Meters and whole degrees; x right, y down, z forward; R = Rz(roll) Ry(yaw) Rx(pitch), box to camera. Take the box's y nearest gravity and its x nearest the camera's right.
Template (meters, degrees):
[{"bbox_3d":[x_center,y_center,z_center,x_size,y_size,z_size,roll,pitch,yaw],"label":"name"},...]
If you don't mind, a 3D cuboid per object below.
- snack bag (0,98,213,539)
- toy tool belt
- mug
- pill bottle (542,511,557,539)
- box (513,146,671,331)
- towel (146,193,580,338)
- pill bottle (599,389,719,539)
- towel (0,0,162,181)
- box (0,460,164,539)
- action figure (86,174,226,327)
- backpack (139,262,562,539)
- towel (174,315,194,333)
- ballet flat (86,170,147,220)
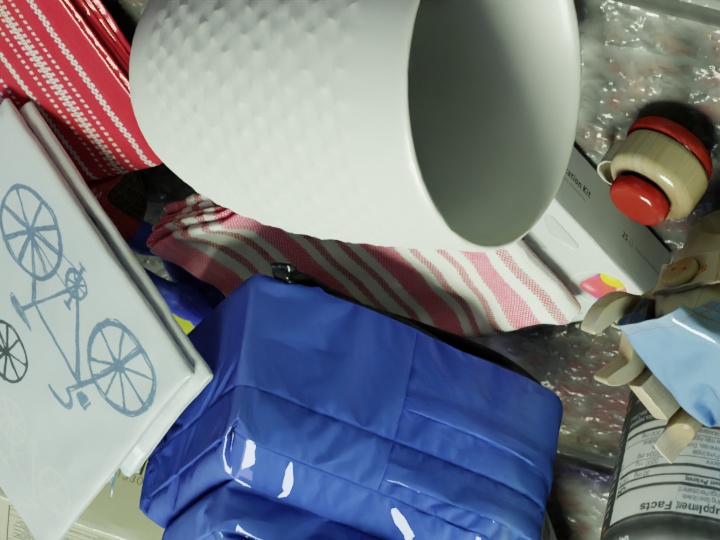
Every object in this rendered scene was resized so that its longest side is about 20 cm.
[{"bbox_3d":[-0.175,0.038,1.173,0.189,0.021,0.200,53,133,15],"label":"snack bag"},{"bbox_3d":[0.174,0.035,1.044,0.200,0.123,0.125,43,159,-13],"label":"toy tool belt"},{"bbox_3d":[-0.015,-0.111,0.969,0.175,0.148,0.201,5,116,35],"label":"mug"},{"bbox_3d":[0.078,0.203,1.405,0.113,0.114,0.200,6,146,21],"label":"pill bottle"},{"bbox_3d":[0.039,-0.022,1.150,0.199,0.041,0.156,-10,138,41],"label":"box"},{"bbox_3d":[0.000,0.000,1.140,0.199,0.030,0.146,-12,138,41],"label":"towel"},{"bbox_3d":[0.182,0.123,1.136,0.106,0.201,0.106,12,147,8],"label":"pill bottle"},{"bbox_3d":[-0.195,-0.101,1.154,0.199,0.023,0.145,-9,127,38],"label":"towel"},{"bbox_3d":[-0.175,0.160,1.474,0.127,0.109,0.200,18,152,-2],"label":"box"},{"bbox_3d":[-0.089,0.016,1.241,0.051,0.066,0.200,-20,140,22],"label":"action figure"},{"bbox_3d":[-0.002,0.114,1.147,0.199,0.169,0.162,17,158,-20],"label":"backpack"},{"bbox_3d":[-0.103,0.043,1.352,0.199,0.018,0.086,8,148,18],"label":"towel"},{"bbox_3d":[-0.166,-0.014,1.262,0.067,0.047,0.200,22,143,3],"label":"ballet flat"}]
